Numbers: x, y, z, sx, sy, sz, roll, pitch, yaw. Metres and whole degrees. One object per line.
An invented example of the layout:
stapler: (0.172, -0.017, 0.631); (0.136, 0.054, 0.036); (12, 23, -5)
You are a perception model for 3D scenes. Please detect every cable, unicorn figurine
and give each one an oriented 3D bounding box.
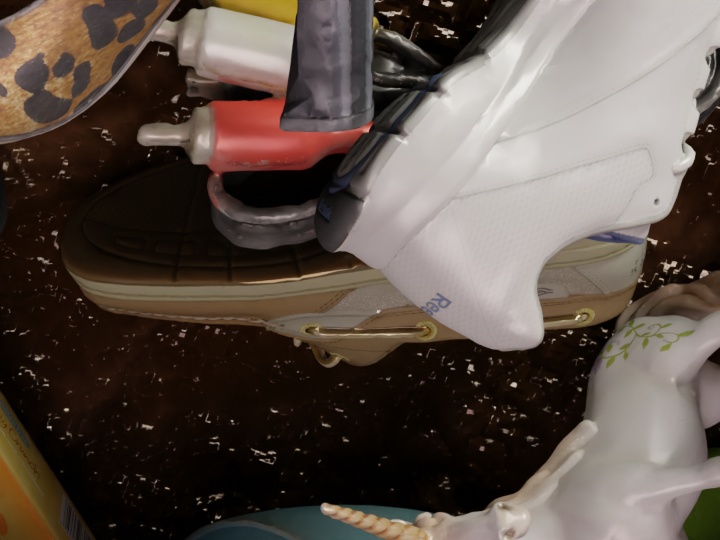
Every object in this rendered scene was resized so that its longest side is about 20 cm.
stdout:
cable: (0.024, -0.056, 0.877); (0.200, 0.097, 0.050); (1, 154, 2)
unicorn figurine: (0.094, 0.063, 0.883); (0.137, 0.200, 0.074); (-5, 111, 26)

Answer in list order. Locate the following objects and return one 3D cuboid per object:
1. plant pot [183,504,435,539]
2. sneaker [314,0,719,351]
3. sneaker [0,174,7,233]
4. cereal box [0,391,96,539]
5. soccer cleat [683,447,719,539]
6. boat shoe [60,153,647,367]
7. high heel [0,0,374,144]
plant pot: (0.030, 0.170, 0.956); (0.135, 0.200, 0.200); (-13, 124, -36)
sneaker: (0.074, -0.059, 0.850); (0.087, 0.075, 0.200); (44, 79, -8)
sneaker: (-0.217, -0.061, 0.881); (0.108, 0.067, 0.201); (-38, 109, 18)
cereal box: (-0.207, 0.095, 0.925); (0.200, 0.040, 0.144); (-25, 115, 11)
soccer cleat: (0.161, 0.159, 0.966); (0.081, 0.068, 0.200); (-12, 85, -3)
boat shoe: (0.000, 0.000, 0.912); (0.200, 0.074, 0.066); (-3, 132, 5)
high heel: (-0.091, -0.113, 0.807); (0.200, 0.071, 0.143); (-1, 114, -3)
